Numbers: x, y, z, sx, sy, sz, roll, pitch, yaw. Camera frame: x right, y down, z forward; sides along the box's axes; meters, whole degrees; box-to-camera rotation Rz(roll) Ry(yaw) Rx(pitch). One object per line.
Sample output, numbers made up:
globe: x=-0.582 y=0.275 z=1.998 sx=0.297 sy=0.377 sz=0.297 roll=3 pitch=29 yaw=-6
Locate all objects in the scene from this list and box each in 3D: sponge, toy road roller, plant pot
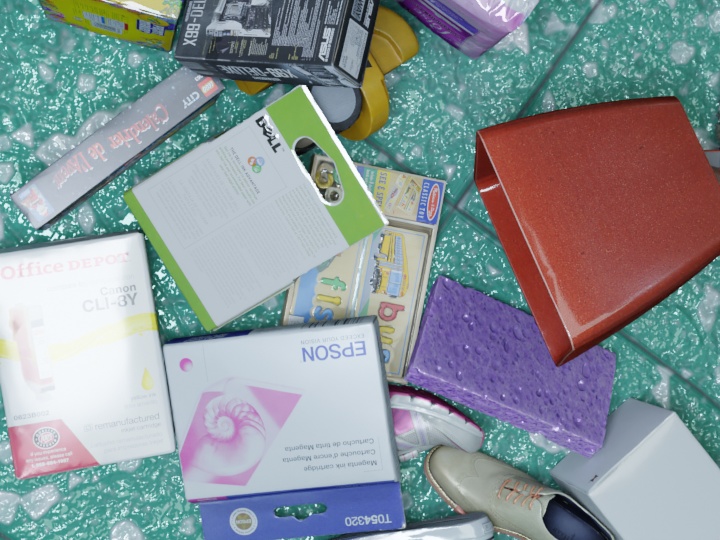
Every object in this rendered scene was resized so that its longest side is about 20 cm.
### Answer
sponge: x=0.146 y=0.091 z=1.277 sx=0.199 sy=0.030 sz=0.112 roll=23 pitch=54 yaw=-9
toy road roller: x=-0.041 y=-0.210 z=1.222 sx=0.146 sy=0.123 sz=0.201 roll=-33 pitch=96 yaw=-24
plant pot: x=0.220 y=-0.046 z=1.195 sx=0.175 sy=0.200 sz=0.201 roll=-23 pitch=81 yaw=0

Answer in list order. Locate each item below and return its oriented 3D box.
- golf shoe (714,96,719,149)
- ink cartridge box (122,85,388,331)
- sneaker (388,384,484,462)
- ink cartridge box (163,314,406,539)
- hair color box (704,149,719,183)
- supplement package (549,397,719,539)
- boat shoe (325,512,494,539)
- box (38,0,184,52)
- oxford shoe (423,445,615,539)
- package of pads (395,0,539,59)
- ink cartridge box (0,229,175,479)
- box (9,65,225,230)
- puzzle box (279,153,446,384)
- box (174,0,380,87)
golf shoe: x=0.413 y=-0.116 z=1.335 sx=0.097 sy=0.078 sz=0.201 roll=-7 pitch=96 yaw=-30
ink cartridge box: x=-0.086 y=-0.060 z=1.195 sx=0.199 sy=0.076 sz=0.148 roll=-29 pitch=97 yaw=18
sneaker: x=0.016 y=0.152 z=1.262 sx=0.199 sy=0.081 sz=0.089 roll=11 pitch=91 yaw=-1
ink cartridge box: x=-0.067 y=0.150 z=1.206 sx=0.195 sy=0.043 sz=0.201 roll=-8 pitch=96 yaw=9
hair color box: x=0.353 y=-0.063 z=1.270 sx=0.199 sy=0.061 sz=0.102 roll=0 pitch=91 yaw=26
supplement package: x=0.298 y=0.239 z=1.290 sx=0.117 sy=0.117 sz=0.200 roll=-40 pitch=98 yaw=-6
boat shoe: x=0.029 y=0.275 z=1.242 sx=0.199 sy=0.072 sz=0.071 roll=-11 pitch=86 yaw=13
box: x=-0.194 y=-0.307 z=1.147 sx=0.121 sy=0.200 sz=0.194 roll=14 pitch=90 yaw=-10
oxford shoe: x=0.153 y=0.215 z=1.265 sx=0.199 sy=0.074 sz=0.071 roll=28 pitch=60 yaw=8
package of pads: x=0.091 y=-0.258 z=1.199 sx=0.120 sy=0.200 sz=0.076 roll=38 pitch=89 yaw=-5
ink cartridge box: x=-0.252 y=0.072 z=1.206 sx=0.144 sy=0.083 sz=0.201 roll=-9 pitch=93 yaw=-9
box: x=-0.213 y=-0.110 z=1.181 sx=0.200 sy=0.137 sz=0.038 roll=-38 pitch=97 yaw=-7
puzzle box: x=0.000 y=0.000 z=1.278 sx=0.132 sy=0.025 sz=0.201 roll=10 pitch=90 yaw=-11
box: x=-0.055 y=-0.252 z=1.077 sx=0.157 sy=0.050 sz=0.201 roll=7 pitch=82 yaw=31
